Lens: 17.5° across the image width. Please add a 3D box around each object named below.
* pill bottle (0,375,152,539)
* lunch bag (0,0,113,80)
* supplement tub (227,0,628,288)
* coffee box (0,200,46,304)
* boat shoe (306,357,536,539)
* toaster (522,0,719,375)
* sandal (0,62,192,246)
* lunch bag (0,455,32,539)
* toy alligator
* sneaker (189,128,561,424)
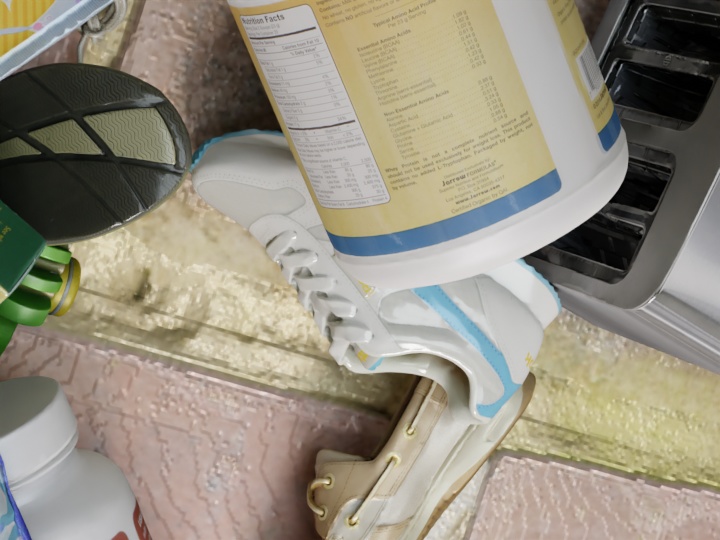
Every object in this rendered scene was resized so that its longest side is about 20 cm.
[{"bbox_3d":[-0.148,0.158,1.117,0.112,0.112,0.201,-25,108,-18],"label":"pill bottle"},{"bbox_3d":[-0.212,-0.154,1.027,0.199,0.127,0.170,-33,111,-4],"label":"lunch bag"},{"bbox_3d":[0.023,-0.109,1.041,0.144,0.145,0.201,-28,107,-17],"label":"supplement tub"},{"bbox_3d":[-0.246,-0.036,1.013,0.200,0.123,0.044,43,40,-13],"label":"coffee box"},{"bbox_3d":[0.006,0.114,1.209,0.069,0.074,0.200,39,82,-2],"label":"boat shoe"},{"bbox_3d":[0.177,-0.044,1.182,0.118,0.200,0.182,25,89,-30],"label":"toaster"},{"bbox_3d":[-0.165,-0.042,1.065,0.200,0.057,0.080,-18,93,24],"label":"sandal"},{"bbox_3d":[-0.216,0.173,0.988,0.200,0.127,0.171,-33,116,-30],"label":"lunch bag"},{"bbox_3d":[-0.146,-0.043,1.113,0.059,0.054,0.201,19,91,-26],"label":"toy alligator"},{"bbox_3d":[0.000,0.000,1.150,0.199,0.077,0.081,30,70,-6],"label":"sneaker"}]
